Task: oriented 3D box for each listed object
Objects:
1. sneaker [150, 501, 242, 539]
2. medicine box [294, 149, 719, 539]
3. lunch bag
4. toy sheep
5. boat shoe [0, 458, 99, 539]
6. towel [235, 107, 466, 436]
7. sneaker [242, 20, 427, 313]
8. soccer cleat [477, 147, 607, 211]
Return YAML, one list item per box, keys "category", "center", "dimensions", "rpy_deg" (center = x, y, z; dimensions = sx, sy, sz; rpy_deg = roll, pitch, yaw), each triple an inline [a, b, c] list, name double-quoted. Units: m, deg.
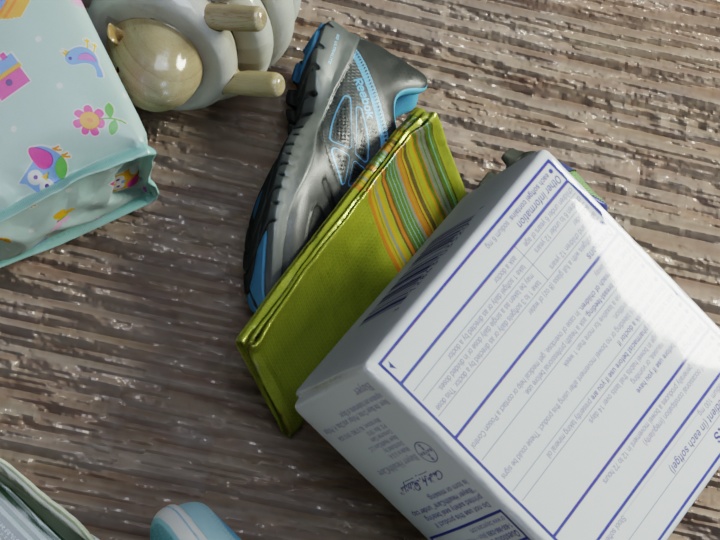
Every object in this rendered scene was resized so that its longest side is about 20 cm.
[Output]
- category: "sneaker"
  center: [-0.018, 0.186, 1.445]
  dimensions: [0.130, 0.080, 0.200]
  rpy_deg: [-38, 90, -25]
- category: "medicine box"
  center: [0.100, 0.072, 1.462]
  dimensions: [0.200, 0.103, 0.182]
  rpy_deg: [45, 61, -8]
- category: "lunch bag"
  center: [-0.239, -0.083, 1.486]
  dimensions: [0.199, 0.122, 0.171]
  rpy_deg: [-24, 78, -9]
- category: "toy sheep"
  center: [-0.094, -0.168, 1.558]
  dimensions: [0.137, 0.138, 0.200]
  rpy_deg: [28, 47, -1]
- category: "boat shoe"
  center: [-0.157, 0.180, 1.416]
  dimensions: [0.200, 0.062, 0.072]
  rpy_deg: [39, 62, 3]
- category: "towel"
  center: [0.000, 0.000, 1.537]
  dimensions: [0.018, 0.086, 0.200]
  rpy_deg: [13, 53, 38]
- category: "sneaker"
  center: [-0.015, -0.057, 1.559]
  dimensions: [0.082, 0.073, 0.201]
  rpy_deg: [21, 64, -9]
- category: "soccer cleat"
  center: [0.081, 0.010, 1.555]
  dimensions: [0.083, 0.065, 0.200]
  rpy_deg: [29, 60, 11]
